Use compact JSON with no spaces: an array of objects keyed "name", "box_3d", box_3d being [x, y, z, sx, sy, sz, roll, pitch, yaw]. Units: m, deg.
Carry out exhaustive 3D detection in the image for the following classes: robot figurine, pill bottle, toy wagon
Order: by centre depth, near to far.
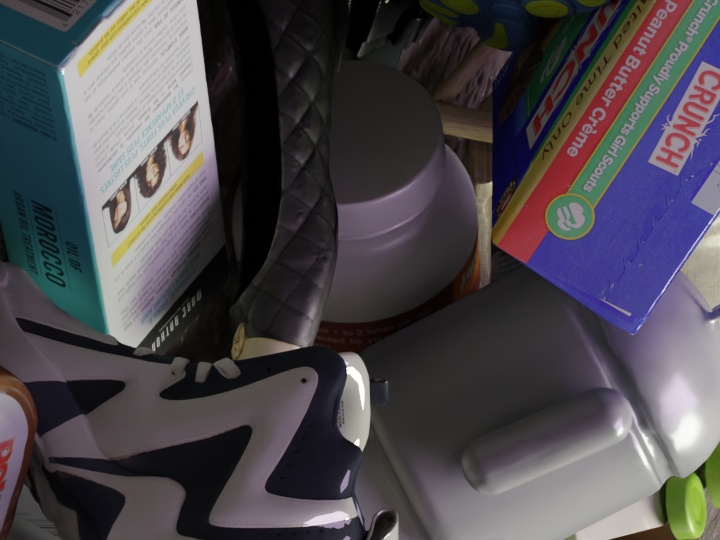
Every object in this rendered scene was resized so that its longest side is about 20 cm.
[{"name":"robot figurine","box_3d":[0.075,0.059,1.155,0.200,0.113,0.170,-27,-169,4]},{"name":"pill bottle","box_3d":[0.000,0.000,1.230,0.112,0.112,0.200,-52,155,-29]},{"name":"toy wagon","box_3d":[0.095,0.115,1.310,0.200,0.155,0.040,-20,101,-66]}]

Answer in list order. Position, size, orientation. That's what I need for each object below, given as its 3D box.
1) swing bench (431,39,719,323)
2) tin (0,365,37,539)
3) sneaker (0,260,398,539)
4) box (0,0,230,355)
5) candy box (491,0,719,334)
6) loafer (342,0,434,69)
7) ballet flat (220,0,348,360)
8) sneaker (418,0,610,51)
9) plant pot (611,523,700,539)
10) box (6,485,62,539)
[{"name":"swing bench","box_3d":[0.125,-0.022,1.372,0.130,0.200,0.199,-51,154,-30]},{"name":"tin","box_3d":[-0.179,0.089,0.891,0.200,0.042,0.112,-26,141,-57]},{"name":"sneaker","box_3d":[-0.060,0.054,1.005,0.130,0.199,0.080,-27,142,-17]},{"name":"box","box_3d":[-0.100,-0.043,1.043,0.082,0.049,0.200,-50,154,-32]},{"name":"candy box","box_3d":[0.125,-0.093,1.098,0.169,0.077,0.200,-56,-169,20]},{"name":"loafer","box_3d":[0.021,-0.154,1.178,0.072,0.063,0.200,-42,149,-48]},{"name":"ballet flat","box_3d":[-0.041,-0.038,1.097,0.066,0.057,0.200,151,-55,-60]},{"name":"sneaker","box_3d":[0.070,-0.144,1.090,0.200,0.071,0.083,159,-47,-82]},{"name":"plant pot","box_3d":[0.046,0.203,1.471,0.200,0.200,0.177,-56,168,-20]},{"name":"box","box_3d":[-0.143,0.201,1.069,0.200,0.152,0.106,-65,158,4]}]
